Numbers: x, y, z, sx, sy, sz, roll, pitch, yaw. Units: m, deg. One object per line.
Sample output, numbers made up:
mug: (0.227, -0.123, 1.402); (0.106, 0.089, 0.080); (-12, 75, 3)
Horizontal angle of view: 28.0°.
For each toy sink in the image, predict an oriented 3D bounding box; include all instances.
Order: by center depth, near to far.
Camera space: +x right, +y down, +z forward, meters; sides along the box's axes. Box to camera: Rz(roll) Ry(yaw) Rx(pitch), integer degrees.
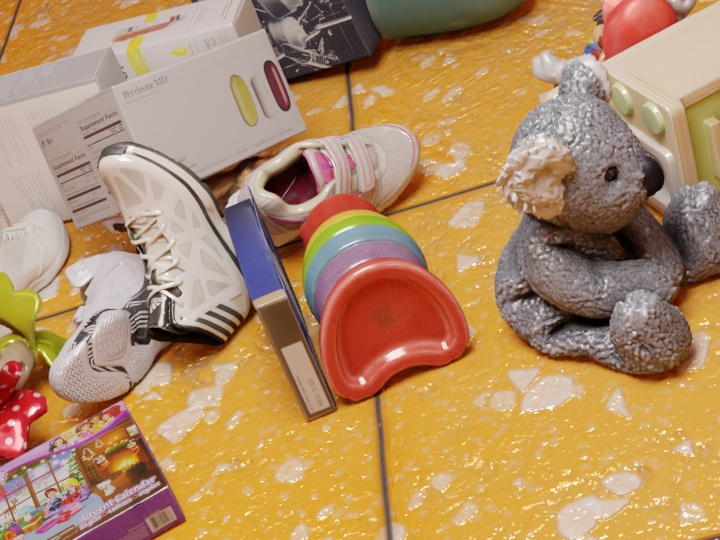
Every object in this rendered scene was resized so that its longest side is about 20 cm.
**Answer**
toy sink: (0.276, -0.121, 1.217); (0.199, 0.131, 0.112); (-27, 34, -10)

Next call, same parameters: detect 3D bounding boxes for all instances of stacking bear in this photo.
stacking bear: (0.000, 0.000, 1.227); (0.121, 0.114, 0.200); (-23, 29, -2)

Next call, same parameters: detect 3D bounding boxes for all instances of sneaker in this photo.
sneaker: (-0.167, -0.012, 1.256); (0.075, 0.201, 0.116); (-17, 36, 39)
sneaker: (-0.235, 0.048, 1.318); (0.115, 0.075, 0.200); (6, 37, 36)
sneaker: (-0.026, -0.085, 1.339); (0.199, 0.082, 0.088); (-27, -10, -19)
sneaker: (-0.358, -0.016, 1.460); (0.075, 0.089, 0.200); (-10, 35, 19)

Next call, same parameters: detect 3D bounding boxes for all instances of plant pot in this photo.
plant pot: (0.106, -0.359, 1.600); (0.160, 0.201, 0.201); (2, 39, 19)

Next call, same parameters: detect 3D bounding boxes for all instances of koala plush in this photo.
koala plush: (0.170, -0.050, 1.111); (0.183, 0.201, 0.178); (4, 41, 34)

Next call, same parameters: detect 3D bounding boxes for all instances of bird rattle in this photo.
bird rattle: (-0.331, 0.111, 1.283); (0.163, 0.113, 0.200); (-30, 31, 26)

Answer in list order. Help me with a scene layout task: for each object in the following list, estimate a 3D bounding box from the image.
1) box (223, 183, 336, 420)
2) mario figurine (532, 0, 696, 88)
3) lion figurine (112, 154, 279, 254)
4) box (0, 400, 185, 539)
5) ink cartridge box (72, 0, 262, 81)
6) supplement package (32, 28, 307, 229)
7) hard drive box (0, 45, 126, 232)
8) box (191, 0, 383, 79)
box: (-0.072, 0.022, 1.218); (0.032, 0.121, 0.200); (-22, 33, 0)
mario figurine: (0.232, -0.218, 1.323); (0.106, 0.200, 0.124); (28, 79, 0)
lion figurine: (-0.144, -0.071, 1.436); (0.199, 0.073, 0.122); (1, 29, 38)
box: (-0.252, 0.196, 1.145); (0.199, 0.039, 0.137); (-29, 33, -11)
ink cartridge box: (-0.198, -0.206, 1.590); (0.199, 0.146, 0.084); (-11, 36, 17)
supplement package: (-0.184, -0.138, 1.408); (0.200, 0.111, 0.155); (-31, 10, -41)
hard drive box: (-0.336, -0.135, 1.556); (0.199, 0.156, 0.077); (-12, 33, 13)
box: (-0.089, -0.328, 1.628); (0.181, 0.200, 0.104); (-12, 32, 30)
